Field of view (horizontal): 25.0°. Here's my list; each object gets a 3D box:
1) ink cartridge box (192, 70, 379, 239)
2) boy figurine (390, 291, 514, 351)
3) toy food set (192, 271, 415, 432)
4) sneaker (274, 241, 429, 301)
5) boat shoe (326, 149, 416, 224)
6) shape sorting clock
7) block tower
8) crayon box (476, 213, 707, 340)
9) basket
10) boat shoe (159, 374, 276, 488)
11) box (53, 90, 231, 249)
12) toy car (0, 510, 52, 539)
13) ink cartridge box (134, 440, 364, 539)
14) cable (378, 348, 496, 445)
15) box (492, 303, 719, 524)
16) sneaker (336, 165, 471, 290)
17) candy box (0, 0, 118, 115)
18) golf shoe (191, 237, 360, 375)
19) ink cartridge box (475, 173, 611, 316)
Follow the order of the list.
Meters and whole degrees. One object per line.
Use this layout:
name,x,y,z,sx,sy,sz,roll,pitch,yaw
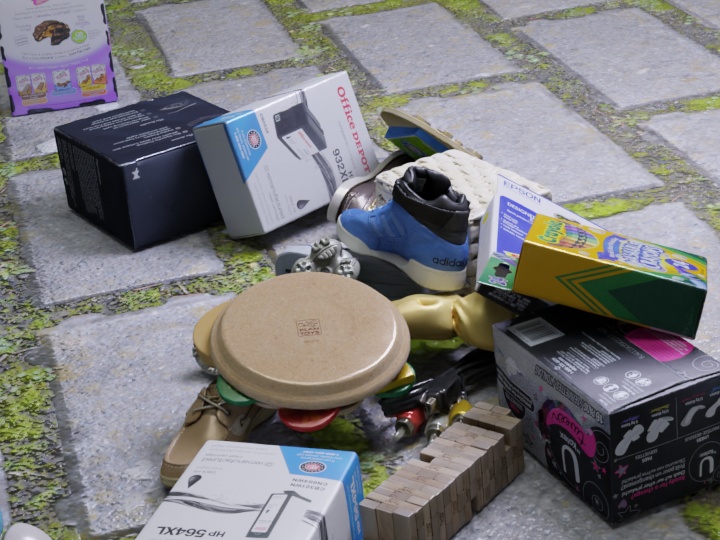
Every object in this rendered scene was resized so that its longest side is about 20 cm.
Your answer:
ink cartridge box,-0.087,-0.144,2.000,0.199,0.146,0.083,-27,12,-35
boy figurine,0.065,0.054,1.638,0.198,0.065,0.124,-1,-2,23
toy food set,-0.050,0.073,1.537,0.198,0.049,0.198,-15,40,-21
sneaker,0.000,0.000,1.792,0.199,0.074,0.071,16,28,33
boat shoe,0.034,-0.095,1.993,0.059,0.072,0.200,29,31,20
shape sorting clock,0.109,-0.141,1.967,0.199,0.200,0.039,25,80,47
block tower,0.074,0.185,1.405,0.054,0.058,0.200,12,31,34
crayon box,0.214,-0.001,1.480,0.198,0.052,0.126,14,16,8
basket,0.117,-0.044,1.798,0.135,0.124,0.200,-20,29,-28
boat shoe,-0.136,0.137,1.539,0.071,0.065,0.200,4,27,19
box,-0.257,-0.133,2.073,0.195,0.118,0.199,-20,28,-29
toy car,-0.339,0.236,1.270,0.173,0.151,0.200,-1,25,11
ink cartridge box,-0.093,0.228,1.314,0.145,0.085,0.200,3,26,17
cable,0.086,0.122,1.577,0.096,0.051,0.200,-5,11,25
box,0.220,0.118,1.449,0.131,0.116,0.200,-17,26,-20
sneaker,0.048,-0.061,1.700,0.076,0.112,0.200,-2,19,-32
candy box,-0.468,-0.353,2.483,0.166,0.202,0.072,-9,25,-8
golf shoe,-0.085,0.052,1.711,0.199,0.079,0.097,-33,-13,-9
ink cartridge box,0.211,0.004,1.648,0.196,0.047,0.200,27,27,-8
